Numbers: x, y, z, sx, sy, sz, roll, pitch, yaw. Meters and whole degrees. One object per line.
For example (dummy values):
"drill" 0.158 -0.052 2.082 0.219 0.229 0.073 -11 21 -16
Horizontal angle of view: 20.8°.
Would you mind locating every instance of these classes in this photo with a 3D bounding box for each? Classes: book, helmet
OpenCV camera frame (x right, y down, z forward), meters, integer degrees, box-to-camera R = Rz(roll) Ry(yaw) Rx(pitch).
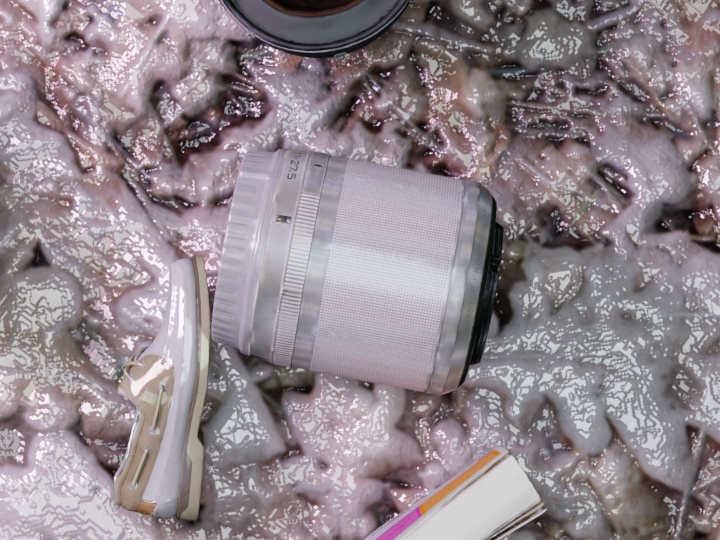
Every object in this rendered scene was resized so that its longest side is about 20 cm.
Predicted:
"book" 0.060 0.181 1.432 0.133 0.200 0.048 -34 89 -1
"helmet" -0.037 -0.262 1.450 0.198 0.191 0.201 -6 50 7

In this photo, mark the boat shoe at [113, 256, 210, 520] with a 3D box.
"boat shoe" -0.150 0.089 1.497 0.068 0.075 0.202 4 89 -6

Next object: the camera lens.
"camera lens" 0.000 0.000 1.457 0.198 0.160 0.161 10 88 0
